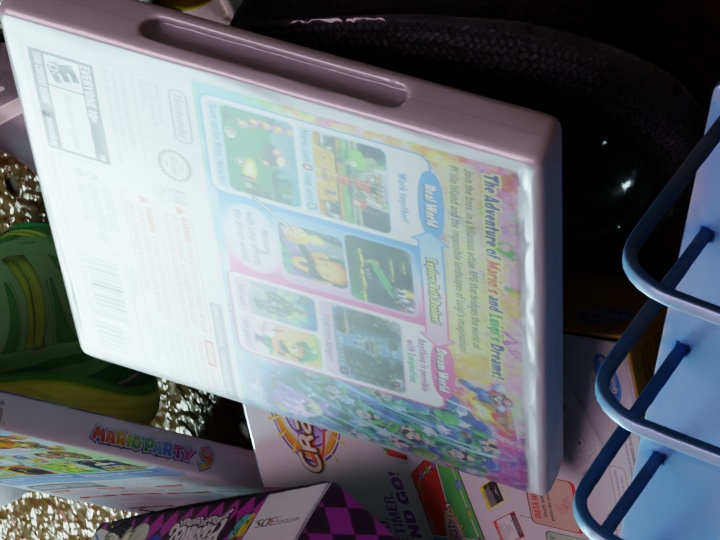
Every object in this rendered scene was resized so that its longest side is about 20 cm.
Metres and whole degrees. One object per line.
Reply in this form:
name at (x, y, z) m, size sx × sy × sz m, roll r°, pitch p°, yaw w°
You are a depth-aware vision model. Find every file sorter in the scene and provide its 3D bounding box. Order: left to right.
file sorter at (0.139, 0.068, 0.925) m, size 0.139 × 0.123 × 0.200 m, roll 21°, pitch 127°, yaw 18°

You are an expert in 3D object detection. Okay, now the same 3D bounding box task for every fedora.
fedora at (0.024, -0.072, 1.013) m, size 0.200 × 0.200 × 0.092 m, roll -26°, pitch 48°, yaw 53°

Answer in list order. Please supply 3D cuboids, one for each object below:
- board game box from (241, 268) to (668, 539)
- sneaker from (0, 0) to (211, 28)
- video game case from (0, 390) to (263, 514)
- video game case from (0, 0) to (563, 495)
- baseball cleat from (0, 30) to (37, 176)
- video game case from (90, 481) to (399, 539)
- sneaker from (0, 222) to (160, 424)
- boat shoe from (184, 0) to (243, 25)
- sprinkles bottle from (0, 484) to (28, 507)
board game box at (0.042, 0.067, 1.113) m, size 0.200 × 0.040 × 0.153 m, roll 10°, pitch 124°, yaw 40°
sneaker at (-0.090, -0.111, 1.043) m, size 0.082 × 0.078 × 0.200 m, roll 31°, pitch 169°, yaw -15°
video game case at (-0.123, 0.076, 1.235) m, size 0.143 × 0.200 × 0.018 m, roll -8°, pitch 71°, yaw 52°
video game case at (-0.021, -0.008, 0.990) m, size 0.182 × 0.024 × 0.200 m, roll 16°, pitch 148°, yaw 15°
baseball cleat at (-0.134, -0.086, 1.257) m, size 0.200 × 0.070 × 0.107 m, roll 33°, pitch 128°, yaw 22°
video game case at (0.003, 0.163, 1.175) m, size 0.200 × 0.036 × 0.181 m, roll 44°, pitch 151°, yaw -19°
sneaker at (-0.156, 0.019, 1.240) m, size 0.074 × 0.200 × 0.084 m, roll -5°, pitch 77°, yaw 30°
boat shoe at (-0.060, -0.089, 1.127) m, size 0.200 × 0.066 × 0.072 m, roll 64°, pitch 148°, yaw 19°
sprinkles bottle at (-0.187, 0.026, 1.324) m, size 0.068 × 0.068 × 0.200 m, roll 38°, pitch 155°, yaw 31°
